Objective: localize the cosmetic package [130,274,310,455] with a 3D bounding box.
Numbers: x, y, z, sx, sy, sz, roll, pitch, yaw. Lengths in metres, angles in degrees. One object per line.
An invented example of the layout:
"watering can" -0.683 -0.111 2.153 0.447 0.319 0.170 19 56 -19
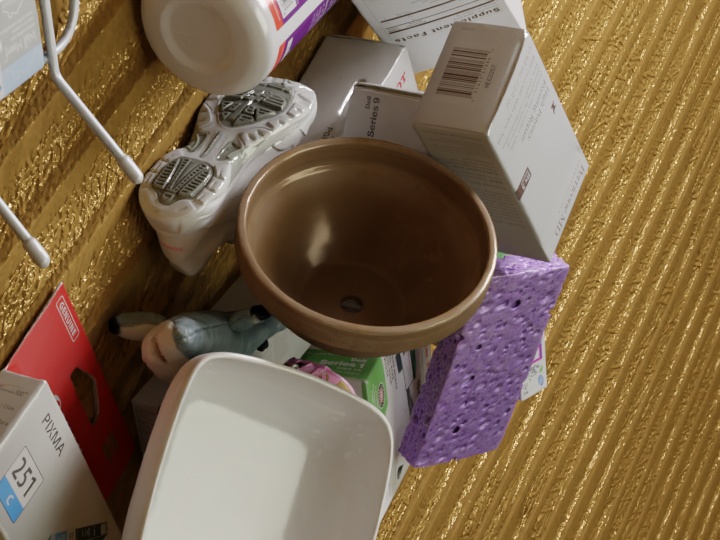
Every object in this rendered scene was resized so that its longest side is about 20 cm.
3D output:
"cosmetic package" -0.111 0.081 1.645 0.200 0.050 0.083 -51 146 -44

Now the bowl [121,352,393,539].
"bowl" -0.083 0.170 1.477 0.199 0.074 0.202 23 78 -32

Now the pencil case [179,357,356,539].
"pencil case" -0.087 0.155 1.567 0.200 0.087 0.083 -46 -177 -26

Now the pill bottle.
"pill bottle" -0.073 -0.226 1.523 0.200 0.111 0.113 -52 144 -44

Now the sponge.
"sponge" 0.106 0.078 1.755 0.111 0.030 0.201 -9 128 -42

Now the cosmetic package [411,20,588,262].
"cosmetic package" 0.116 -0.101 1.625 0.102 0.073 0.200 -67 149 -20

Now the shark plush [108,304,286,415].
"shark plush" -0.097 0.056 1.546 0.199 0.083 0.091 2 57 -50

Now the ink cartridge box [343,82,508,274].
"ink cartridge box" 0.060 -0.075 1.700 0.199 0.087 0.147 0 101 -61

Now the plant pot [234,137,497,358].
"plant pot" 0.000 0.000 1.545 0.201 0.199 0.093 -54 164 -40

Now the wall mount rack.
"wall mount rack" -0.214 -0.112 1.320 0.200 0.074 0.175 -47 141 -47

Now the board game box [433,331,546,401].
"board game box" 0.093 0.019 1.876 0.034 0.199 0.136 -27 128 -29

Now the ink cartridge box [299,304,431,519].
"ink cartridge box" 0.002 0.111 1.806 0.200 0.083 0.147 -56 145 -59

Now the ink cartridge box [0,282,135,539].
"ink cartridge box" -0.216 0.140 1.461 0.177 0.044 0.201 -59 149 -33

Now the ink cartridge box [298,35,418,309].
"ink cartridge box" -0.002 -0.085 1.765 0.147 0.082 0.201 -61 149 -32

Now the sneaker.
"sneaker" -0.102 -0.074 1.589 0.200 0.077 0.100 -46 147 -35

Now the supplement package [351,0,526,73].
"supplement package" 0.053 -0.275 1.715 0.200 0.119 0.122 45 33 -61
